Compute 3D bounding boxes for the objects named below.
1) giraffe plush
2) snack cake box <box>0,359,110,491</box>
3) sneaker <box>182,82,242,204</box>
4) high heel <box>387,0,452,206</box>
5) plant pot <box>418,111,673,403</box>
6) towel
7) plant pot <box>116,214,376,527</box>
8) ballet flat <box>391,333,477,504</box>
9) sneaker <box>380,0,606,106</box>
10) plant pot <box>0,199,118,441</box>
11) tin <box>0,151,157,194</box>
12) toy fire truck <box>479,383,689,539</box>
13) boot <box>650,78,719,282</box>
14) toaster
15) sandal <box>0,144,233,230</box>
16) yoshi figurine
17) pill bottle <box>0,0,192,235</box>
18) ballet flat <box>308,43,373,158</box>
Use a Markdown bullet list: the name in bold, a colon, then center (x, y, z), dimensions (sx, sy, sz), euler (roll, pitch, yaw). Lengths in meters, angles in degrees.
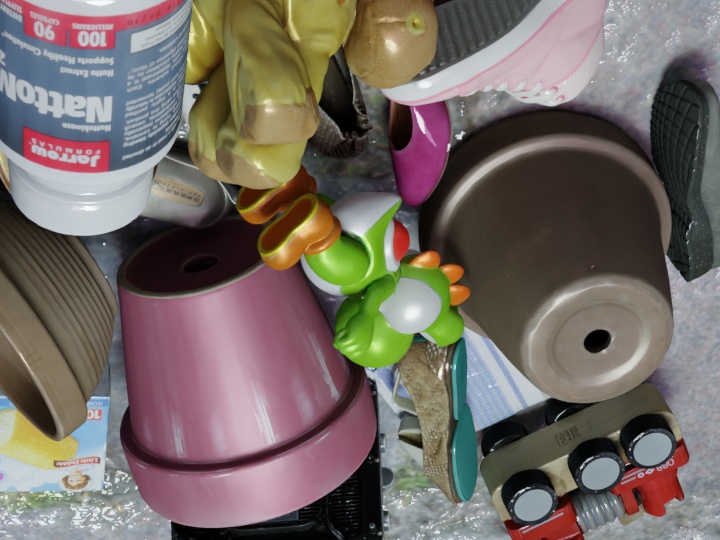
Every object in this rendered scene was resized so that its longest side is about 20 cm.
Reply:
- **giraffe plush**: center (-0.024, -0.159, 0.898), dimensions (0.162, 0.172, 0.201), euler (-12, 100, -23)
- **snack cake box**: center (-0.306, 0.120, 1.203), dimensions (0.199, 0.067, 0.115), euler (1, 130, -13)
- **sneaker**: center (-0.096, -0.132, 1.023), dimensions (0.074, 0.080, 0.200), euler (-19, 130, 7)
- **high heel**: center (0.014, -0.134, 1.052), dimensions (0.096, 0.067, 0.201), euler (-8, 117, -19)
- **plant pot**: center (0.156, 0.006, 1.120), dimensions (0.200, 0.175, 0.201), euler (-5, 124, -8)
- **towel**: center (0.115, 0.083, 1.294), dimensions (0.200, 0.024, 0.147), euler (-25, 132, 9)
- **plant pot**: center (-0.099, 0.064, 1.132), dimensions (0.199, 0.200, 0.179), euler (-14, 116, -1)
- **ballet flat**: center (0.062, 0.122, 1.269), dimensions (0.065, 0.071, 0.200), euler (7, 132, 17)
- **sneaker**: center (0.098, -0.141, 1.012), dimensions (0.200, 0.075, 0.105), euler (-37, 134, -27)
- **plant pot**: center (-0.242, 0.017, 1.072), dimensions (0.093, 0.201, 0.201), euler (-39, 136, -21)
- **tin**: center (-0.185, -0.123, 0.988), dimensions (0.112, 0.042, 0.200), euler (13, 118, 1)
- **toy fire truck**: center (0.218, 0.205, 1.369), dimensions (0.176, 0.129, 0.200), euler (-26, 122, 2)
- **boot**: center (0.303, -0.087, 1.173), dimensions (0.130, 0.068, 0.200), euler (-21, 135, -8)
- **toaster**: center (-0.070, 0.198, 1.239), dimensions (0.199, 0.181, 0.119), euler (-5, 133, 2)
- **sandal**: center (-0.187, -0.064, 1.074), dimensions (0.200, 0.055, 0.082), euler (18, 124, -19)
- **yoshi figurine**: center (-0.010, 0.012, 1.060), dimensions (0.112, 0.113, 0.200), euler (-1, 152, 45)
- **pill bottle**: center (-0.162, -0.120, 0.875), dimensions (0.119, 0.120, 0.200), euler (-1, 138, -12)
- **ballet flat**: center (-0.034, -0.151, 1.027), dimensions (0.067, 0.046, 0.200), euler (-40, 136, -18)
